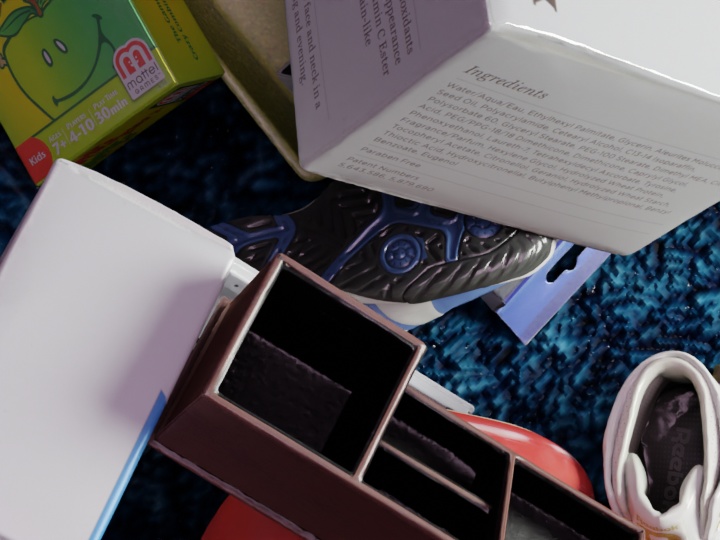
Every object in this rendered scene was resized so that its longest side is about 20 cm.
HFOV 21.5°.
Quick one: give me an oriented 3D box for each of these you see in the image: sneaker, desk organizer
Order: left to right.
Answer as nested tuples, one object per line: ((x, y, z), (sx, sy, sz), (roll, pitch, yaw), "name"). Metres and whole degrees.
((0.000, 0.000, 0.912), (0.199, 0.077, 0.076), (-12, 61, 18), "sneaker")
((0.024, 0.081, 0.744), (0.200, 0.077, 0.072), (32, 64, -9), "desk organizer")
((0.133, 0.137, 0.861), (0.073, 0.116, 0.201), (2, 76, 18), "sneaker")

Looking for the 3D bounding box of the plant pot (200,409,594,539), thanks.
((0.012, 0.158, 0.861), (0.199, 0.200, 0.183), (10, 79, -6), "plant pot")

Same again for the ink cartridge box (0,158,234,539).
((-0.138, 0.061, 0.791), (0.086, 0.200, 0.147), (29, 67, -10), "ink cartridge box")

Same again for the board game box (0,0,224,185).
((-0.161, -0.155, 0.929), (0.101, 0.048, 0.201), (-31, 87, 29), "board game box")

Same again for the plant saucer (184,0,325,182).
((-0.013, -0.176, 0.978), (0.200, 0.048, 0.200), (-38, 89, -10), "plant saucer")

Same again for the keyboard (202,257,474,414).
((-0.027, 0.038, 0.891), (0.200, 0.056, 0.011), (34, 48, -40), "keyboard")

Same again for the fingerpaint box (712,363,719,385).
((0.234, 0.165, 0.952), (0.166, 0.073, 0.201), (21, 80, -4), "fingerpaint box")

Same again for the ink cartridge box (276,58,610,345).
((0.060, -0.060, 0.943), (0.100, 0.039, 0.200), (-47, 111, -8), "ink cartridge box")

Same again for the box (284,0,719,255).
((0.078, -0.136, 0.831), (0.199, 0.131, 0.200), (13, 59, -35), "box")
